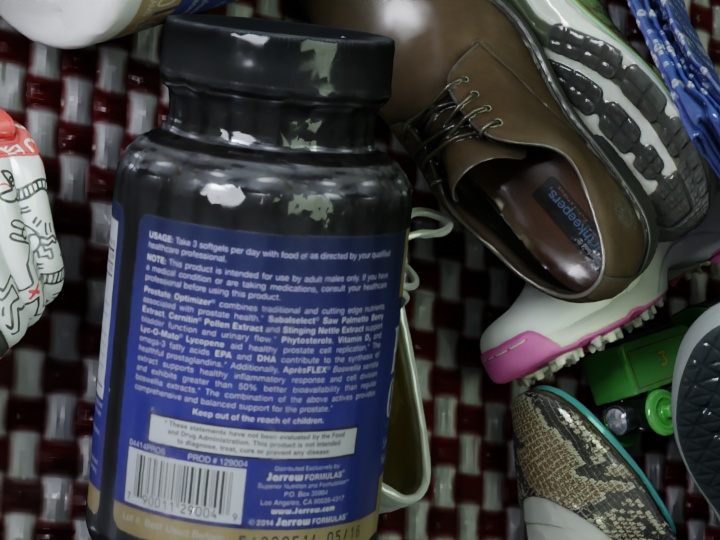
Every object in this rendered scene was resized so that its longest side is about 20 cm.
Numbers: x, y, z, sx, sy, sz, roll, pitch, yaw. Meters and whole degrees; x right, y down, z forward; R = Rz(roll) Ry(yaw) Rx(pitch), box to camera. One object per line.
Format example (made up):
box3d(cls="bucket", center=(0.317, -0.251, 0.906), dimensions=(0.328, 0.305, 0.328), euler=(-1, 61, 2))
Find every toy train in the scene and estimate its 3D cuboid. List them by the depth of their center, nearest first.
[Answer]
box3d(cls="toy train", center=(0.187, 0.039, 1.072), dimensions=(0.200, 0.042, 0.057), euler=(-16, 85, -40))

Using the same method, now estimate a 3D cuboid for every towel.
box3d(cls="towel", center=(0.149, -0.103, 0.976), dimensions=(0.145, 0.024, 0.200), euler=(44, 22, -51))

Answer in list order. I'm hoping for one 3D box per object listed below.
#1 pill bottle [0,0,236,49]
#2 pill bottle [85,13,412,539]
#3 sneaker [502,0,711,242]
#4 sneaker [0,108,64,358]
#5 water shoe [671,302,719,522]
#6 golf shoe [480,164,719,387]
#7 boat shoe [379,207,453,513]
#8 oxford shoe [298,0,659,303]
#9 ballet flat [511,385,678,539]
box3d(cls="pill bottle", center=(-0.052, -0.162, 0.840), dimensions=(0.200, 0.111, 0.111), euler=(-24, 101, -39))
box3d(cls="pill bottle", center=(-0.040, 0.009, 0.799), dimensions=(0.112, 0.112, 0.200), euler=(-2, 103, -41))
box3d(cls="sneaker", center=(0.095, -0.104, 0.964), dimensions=(0.200, 0.077, 0.089), euler=(52, 36, 1))
box3d(cls="sneaker", center=(-0.181, -0.045, 0.745), dimensions=(0.108, 0.067, 0.202), euler=(-44, 117, -34))
box3d(cls="water shoe", center=(0.198, 0.083, 1.024), dimensions=(0.079, 0.071, 0.200), euler=(-63, 142, -49))
box3d(cls="golf shoe", center=(0.112, -0.017, 1.002), dimensions=(0.200, 0.075, 0.092), euler=(-34, 91, -40))
box3d(cls="boat shoe", center=(-0.003, 0.001, 0.879), dimensions=(0.075, 0.086, 0.202), euler=(-6, 89, -41))
box3d(cls="oxford shoe", center=(0.045, -0.067, 0.897), dimensions=(0.200, 0.073, 0.084), euler=(45, 21, 5))
box3d(cls="ballet flat", center=(0.122, 0.140, 0.989), dimensions=(0.200, 0.068, 0.075), euler=(48, 66, -30))
